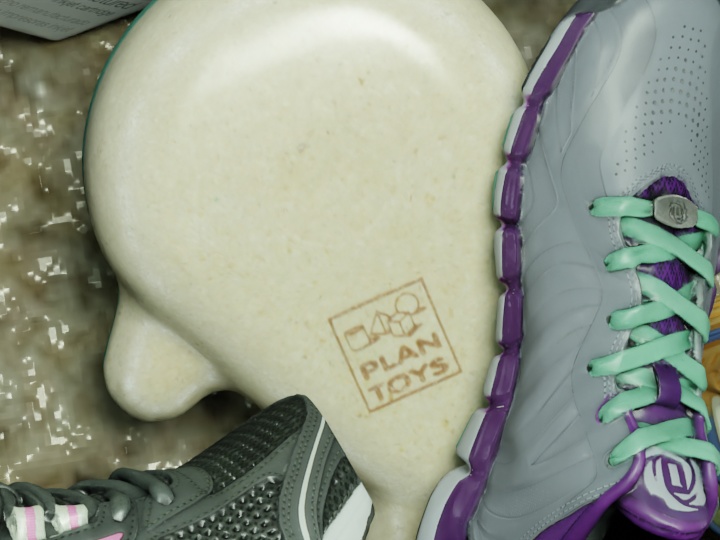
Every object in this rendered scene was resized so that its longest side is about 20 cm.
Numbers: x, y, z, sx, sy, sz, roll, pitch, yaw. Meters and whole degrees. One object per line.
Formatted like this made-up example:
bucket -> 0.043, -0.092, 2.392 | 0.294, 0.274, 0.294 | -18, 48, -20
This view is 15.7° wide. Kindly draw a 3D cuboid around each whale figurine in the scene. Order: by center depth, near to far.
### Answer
whale figurine -> 0.000, 0.000, 0.755 | 0.159, 0.104, 0.200 | -26, 105, -1

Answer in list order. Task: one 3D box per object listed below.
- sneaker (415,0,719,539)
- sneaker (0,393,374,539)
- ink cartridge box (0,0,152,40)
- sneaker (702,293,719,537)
sneaker -> 0.076, 0.024, 0.685 | 0.074, 0.088, 0.200 | 5, 103, -30
sneaker -> -0.086, 0.083, 0.653 | 0.200, 0.080, 0.086 | -36, 106, -28
ink cartridge box -> -0.042, -0.140, 0.703 | 0.200, 0.146, 0.084 | -17, 79, 22
sneaker -> 0.155, 0.094, 0.750 | 0.088, 0.075, 0.200 | -19, 98, -42
